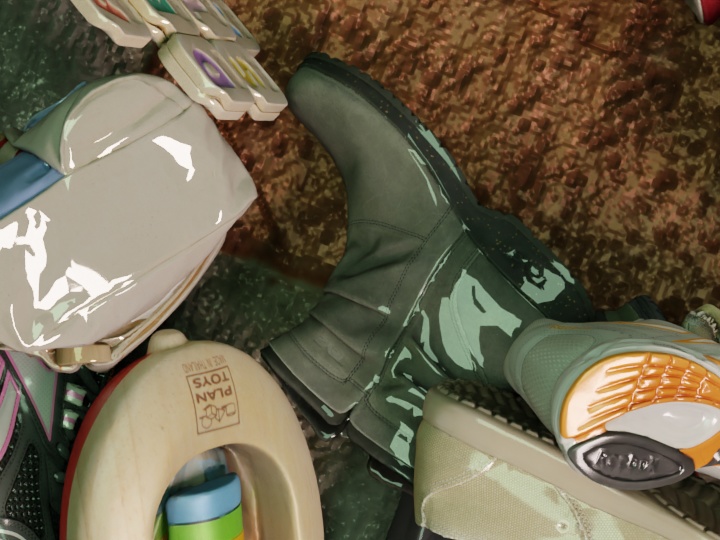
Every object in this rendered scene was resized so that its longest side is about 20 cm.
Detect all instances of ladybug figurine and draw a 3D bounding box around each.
[{"bbox_3d":[-0.082,0.123,0.989,0.072,0.135,0.201,8,104,47],"label":"ladybug figurine"}]

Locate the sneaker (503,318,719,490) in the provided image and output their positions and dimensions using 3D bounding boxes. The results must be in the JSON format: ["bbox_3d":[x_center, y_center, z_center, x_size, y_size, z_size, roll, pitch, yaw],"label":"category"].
[{"bbox_3d":[0.151,0.055,0.927,0.199,0.092,0.076,17,103,-30],"label":"sneaker"}]

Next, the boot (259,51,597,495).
[{"bbox_3d":[0.000,0.000,0.996,0.131,0.068,0.200,-42,68,-5],"label":"boot"}]

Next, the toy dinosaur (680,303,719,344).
[{"bbox_3d":[0.230,0.057,0.998,0.200,0.047,0.088,32,70,-10],"label":"toy dinosaur"}]

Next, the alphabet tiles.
[{"bbox_3d":[-0.109,-0.147,0.979,0.015,0.196,0.200,-41,81,15],"label":"alphabet tiles"}]

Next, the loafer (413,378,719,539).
[{"bbox_3d":[0.109,0.115,0.924,0.200,0.076,0.068,28,106,11],"label":"loafer"}]

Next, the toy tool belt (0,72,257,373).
[{"bbox_3d":[-0.151,-0.009,0.959,0.200,0.123,0.125,-36,110,-15],"label":"toy tool belt"}]

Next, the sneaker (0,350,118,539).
[{"bbox_3d":[-0.150,0.055,1.014,0.086,0.080,0.201,-13,84,2],"label":"sneaker"}]

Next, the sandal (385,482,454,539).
[{"bbox_3d":[0.007,0.176,1.005,0.048,0.075,0.201,13,76,36],"label":"sandal"}]

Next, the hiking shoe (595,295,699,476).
[{"bbox_3d":[0.113,0.117,1.000,0.100,0.076,0.201,-11,74,13],"label":"hiking shoe"}]

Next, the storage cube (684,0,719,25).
[{"bbox_3d":[0.161,-0.236,0.966,0.180,0.200,0.171,-43,83,6],"label":"storage cube"}]
